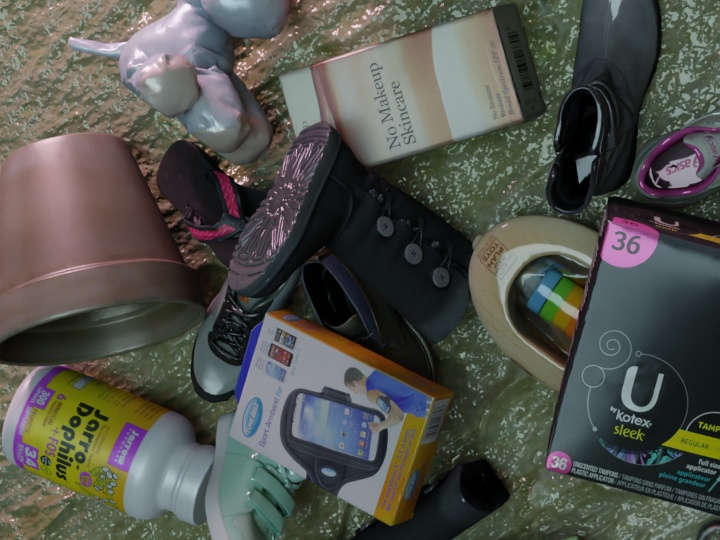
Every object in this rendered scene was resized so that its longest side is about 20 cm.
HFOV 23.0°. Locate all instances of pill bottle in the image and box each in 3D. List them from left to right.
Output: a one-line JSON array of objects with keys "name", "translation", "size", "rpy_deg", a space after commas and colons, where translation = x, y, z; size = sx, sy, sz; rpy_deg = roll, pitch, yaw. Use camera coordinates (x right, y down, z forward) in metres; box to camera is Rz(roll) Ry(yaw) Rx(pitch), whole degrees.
[{"name": "pill bottle", "translation": [-0.225, 0.166, 1.648], "size": [0.199, 0.104, 0.105], "rpy_deg": [20, 105, 16]}]

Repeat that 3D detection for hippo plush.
[{"name": "hippo plush", "translation": [-0.122, -0.199, 1.557], "size": [0.161, 0.159, 0.200], "rpy_deg": [-55, 36, 1]}]

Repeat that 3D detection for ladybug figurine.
[{"name": "ladybug figurine", "translation": [0.180, 0.028, 1.496], "size": [0.200, 0.072, 0.136], "rpy_deg": [39, 108, 9]}]

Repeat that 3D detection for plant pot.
[{"name": "plant pot", "translation": [-0.252, -0.022, 1.600], "size": [0.199, 0.200, 0.174], "rpy_deg": [-19, 75, 21]}]

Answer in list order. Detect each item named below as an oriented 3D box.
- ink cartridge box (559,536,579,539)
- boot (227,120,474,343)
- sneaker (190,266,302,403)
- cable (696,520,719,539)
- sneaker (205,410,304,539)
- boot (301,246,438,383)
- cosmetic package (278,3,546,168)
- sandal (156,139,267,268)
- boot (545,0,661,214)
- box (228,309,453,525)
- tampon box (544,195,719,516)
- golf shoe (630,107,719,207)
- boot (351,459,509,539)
[{"name": "ink cartridge box", "translation": [0.117, 0.314, 1.545], "size": [0.199, 0.067, 0.117], "rpy_deg": [-18, 120, 21]}, {"name": "boot", "translation": [0.001, -0.001, 1.473], "size": [0.065, 0.200, 0.165], "rpy_deg": [3, 59, 51]}, {"name": "sneaker", "translation": [-0.104, 0.033, 1.598], "size": [0.074, 0.079, 0.201], "rpy_deg": [32, 109, 11]}, {"name": "cable", "translation": [0.311, 0.295, 1.501], "size": [0.097, 0.050, 0.201], "rpy_deg": [20, 103, 17]}, {"name": "sneaker", "translation": [-0.069, 0.186, 1.560], "size": [0.118, 0.201, 0.074], "rpy_deg": [-20, 131, 16]}, {"name": "boot", "translation": [0.004, 0.064, 1.547], "size": [0.074, 0.097, 0.201], "rpy_deg": [-18, 91, 36]}, {"name": "cosmetic package", "translation": [0.045, -0.150, 1.509], "size": [0.199, 0.087, 0.104], "rpy_deg": [-16, 94, 22]}, {"name": "sandal", "translation": [-0.130, -0.056, 1.564], "size": [0.200, 0.045, 0.075], "rpy_deg": [37, 101, 40]}, {"name": "boot", "translation": [0.195, -0.150, 1.430], "size": [0.069, 0.132, 0.201], "rpy_deg": [4, 100, 20]}, {"name": "box", "translation": [-0.028, 0.118, 1.499], "size": [0.199, 0.041, 0.120], "rpy_deg": [24, 106, 25]}, {"name": "tampon box", "translation": [0.239, 0.063, 1.378], "size": [0.149, 0.126, 0.201], "rpy_deg": [14, 103, 5]}, {"name": "golf shoe", "translation": [0.308, -0.103, 1.420], "size": [0.199, 0.091, 0.076], "rpy_deg": [-28, 87, 20]}, {"name": "boot", "translation": [0.023, 0.246, 1.532], "size": [0.199, 0.165, 0.066], "rpy_deg": [-31, 95, 22]}]
